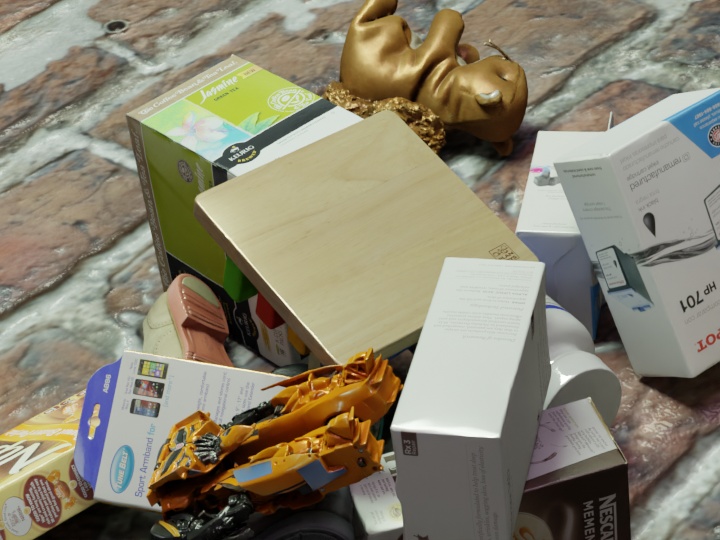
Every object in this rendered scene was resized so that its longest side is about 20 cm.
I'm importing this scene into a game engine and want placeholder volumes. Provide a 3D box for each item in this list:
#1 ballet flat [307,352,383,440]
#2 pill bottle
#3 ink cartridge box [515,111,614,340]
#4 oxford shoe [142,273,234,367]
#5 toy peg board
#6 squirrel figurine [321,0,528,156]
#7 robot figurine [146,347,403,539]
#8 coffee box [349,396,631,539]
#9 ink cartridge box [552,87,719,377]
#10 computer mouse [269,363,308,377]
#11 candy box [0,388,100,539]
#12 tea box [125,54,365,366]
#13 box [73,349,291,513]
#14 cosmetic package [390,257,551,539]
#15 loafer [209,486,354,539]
[{"bbox_3d":[-0.008,0.060,1.560,0.071,0.072,0.201,-1,48,10],"label":"ballet flat"},{"bbox_3d":[0.122,0.066,1.582,0.112,0.113,0.200,-25,40,-22],"label":"pill bottle"},{"bbox_3d":[0.186,-0.045,1.716,0.067,0.116,0.201,2,37,13],"label":"ink cartridge box"},{"bbox_3d":[-0.147,0.098,1.644,0.074,0.071,0.201,-39,38,26],"label":"oxford shoe"},{"bbox_3d":[0.000,0.000,1.530,0.199,0.098,0.199,-26,58,-28],"label":"toy peg board"},{"bbox_3d":[0.064,-0.162,1.910,0.186,0.142,0.200,26,61,23],"label":"squirrel figurine"},{"bbox_3d":[-0.069,0.127,1.377,0.199,0.058,0.145,-21,27,23],"label":"robot figurine"},{"bbox_3d":[0.094,0.184,1.427,0.199,0.115,0.080,-15,37,-9],"label":"coffee box"},{"bbox_3d":[0.268,-0.031,1.597,0.146,0.201,0.086,-29,11,-26],"label":"ink cartridge box"},{"bbox_3d":[-0.086,0.161,1.550,0.139,0.046,0.201,2,48,2],"label":"computer mouse"},{"bbox_3d":[-0.253,0.160,1.545,0.199,0.056,0.115,-28,19,-26],"label":"candy box"},{"bbox_3d":[-0.087,-0.052,1.704,0.133,0.201,0.196,-33,44,-30],"label":"tea box"},{"bbox_3d":[-0.118,0.133,1.483,0.198,0.041,0.120,9,80,12],"label":"box"},{"bbox_3d":[0.082,0.092,1.364,0.080,0.113,0.201,2,38,13],"label":"cosmetic package"},{"bbox_3d":[-0.079,0.198,1.421,0.199,0.072,0.063,-24,43,36],"label":"loafer"}]
